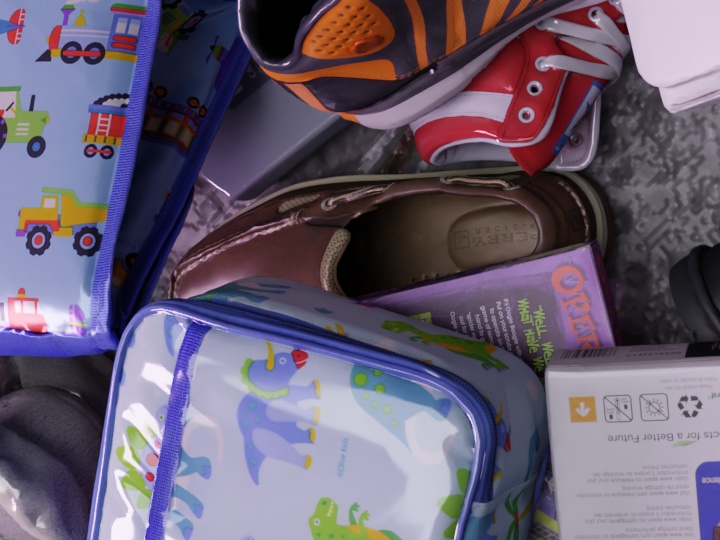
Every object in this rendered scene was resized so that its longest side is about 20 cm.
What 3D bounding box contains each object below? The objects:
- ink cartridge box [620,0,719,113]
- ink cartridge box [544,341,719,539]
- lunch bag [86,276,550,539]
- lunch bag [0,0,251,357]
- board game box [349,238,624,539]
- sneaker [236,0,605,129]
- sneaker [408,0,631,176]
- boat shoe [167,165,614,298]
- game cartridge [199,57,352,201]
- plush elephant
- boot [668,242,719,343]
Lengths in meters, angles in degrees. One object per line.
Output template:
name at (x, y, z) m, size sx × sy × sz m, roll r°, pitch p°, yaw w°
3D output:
ink cartridge box at (0.174, -0.145, 0.680) m, size 0.085 × 0.200 × 0.145 m, roll -18°, pitch 87°, yaw 57°
ink cartridge box at (0.123, 0.125, 0.745) m, size 0.095 × 0.037 × 0.200 m, roll -3°, pitch 99°, yaw 14°
lunch bag at (-0.026, 0.110, 0.762) m, size 0.161 × 0.082 × 0.200 m, roll 18°, pitch 105°, yaw 22°
lunch bag at (-0.140, -0.049, 0.815) m, size 0.150 × 0.094 × 0.200 m, roll 3°, pitch 64°, yaw 25°
board game box at (0.057, 0.098, 0.792) m, size 0.120 × 0.032 × 0.200 m, roll -13°, pitch 94°, yaw 18°
sneaker at (0.041, -0.126, 0.713) m, size 0.200 × 0.112 × 0.078 m, roll -42°, pitch 65°, yaw 16°
sneaker at (0.098, -0.104, 0.783) m, size 0.200 × 0.071 × 0.113 m, roll -20°, pitch 75°, yaw 22°
boat shoe at (-0.001, -0.006, 0.850) m, size 0.202 × 0.075 × 0.075 m, roll -15°, pitch 89°, yaw 25°
game cartridge at (-0.067, -0.138, 0.891) m, size 0.133 × 0.042 × 0.200 m, roll -37°, pitch 80°, yaw 28°
plush elephant at (-0.171, 0.095, 0.890) m, size 0.155 × 0.165 × 0.200 m, roll 20°, pitch 110°, yaw 14°
boot at (0.234, 0.021, 0.742) m, size 0.200 × 0.076 × 0.168 m, roll 47°, pitch 114°, yaw 8°
